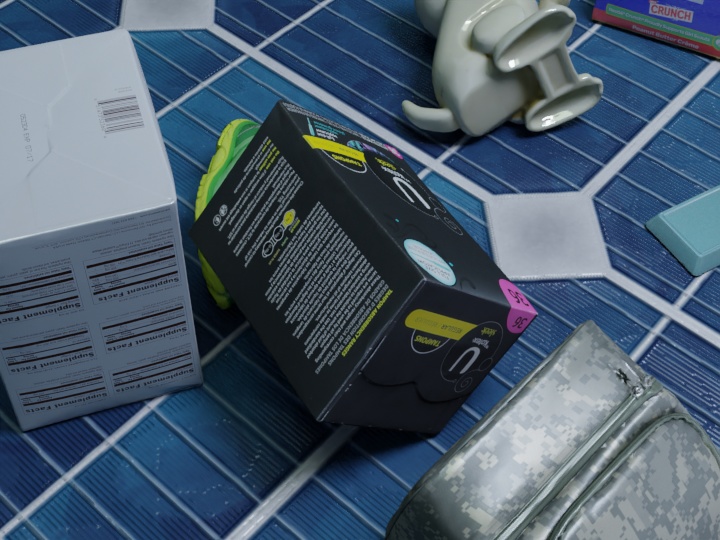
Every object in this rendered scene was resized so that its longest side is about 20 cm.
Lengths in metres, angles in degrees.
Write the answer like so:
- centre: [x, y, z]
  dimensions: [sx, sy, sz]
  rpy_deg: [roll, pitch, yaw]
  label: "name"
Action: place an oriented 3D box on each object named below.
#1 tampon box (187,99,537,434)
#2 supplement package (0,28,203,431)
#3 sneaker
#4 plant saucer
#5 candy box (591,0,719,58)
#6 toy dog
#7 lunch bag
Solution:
- centre: [0.000, 0.000, 0.789]
  dimensions: [0.149, 0.127, 0.201]
  rpy_deg: [15, 29, -50]
  label: "tampon box"
- centre: [-0.211, -0.029, 0.802]
  dimensions: [0.144, 0.202, 0.193]
  rpy_deg: [-13, 51, -13]
  label: "supplement package"
- centre: [-0.091, -0.057, 0.911]
  dimensions: [0.082, 0.075, 0.202]
  rpy_deg: [3, 49, 6]
  label: "sneaker"
- centre: [0.351, -0.059, 0.959]
  dimensions: [0.197, 0.019, 0.070]
  rpy_deg: [-23, 54, -20]
  label: "plant saucer"
- centre: [0.360, -0.323, 1.147]
  dimensions: [0.167, 0.078, 0.201]
  rpy_deg: [23, 52, 16]
  label: "candy box"
- centre: [0.119, -0.228, 1.042]
  dimensions: [0.192, 0.139, 0.202]
  rpy_deg: [-34, 50, 19]
  label: "toy dog"
- centre: [0.139, 0.158, 0.698]
  dimensions: [0.199, 0.140, 0.168]
  rpy_deg: [-37, 75, -28]
  label: "lunch bag"
